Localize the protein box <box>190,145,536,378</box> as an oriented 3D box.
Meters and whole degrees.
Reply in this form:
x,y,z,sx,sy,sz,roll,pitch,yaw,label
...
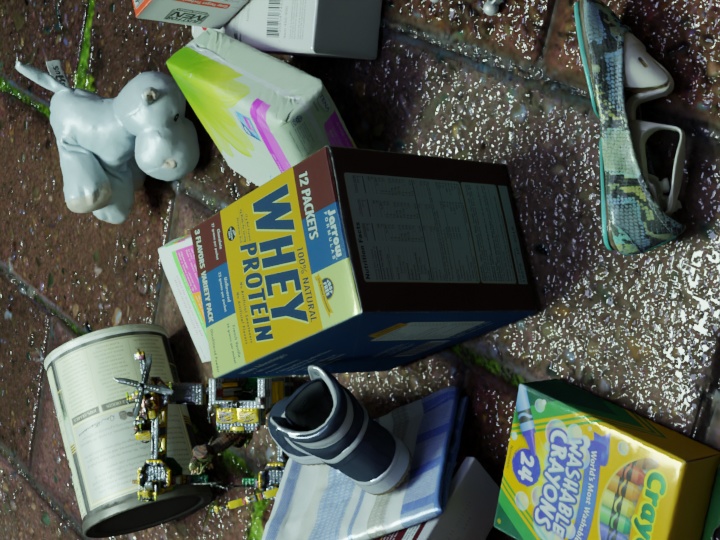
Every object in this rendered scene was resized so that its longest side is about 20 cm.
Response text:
x,y,z,sx,sy,sz,roll,pitch,yaw,label
0.000,0.000,1.102,0.198,0.199,0.136,-26,70,45,protein box

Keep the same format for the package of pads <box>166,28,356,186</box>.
x,y,z,sx,sy,sz,roll,pitch,yaw,label
-0.081,-0.134,1.245,0.200,0.068,0.155,33,160,43,package of pads

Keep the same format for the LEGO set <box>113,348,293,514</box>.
x,y,z,sx,sy,sz,roll,pitch,yaw,label
-0.153,0.166,1.307,0.199,0.116,0.155,8,88,13,LEGO set

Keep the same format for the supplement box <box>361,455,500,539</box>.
x,y,z,sx,sy,sz,roll,pitch,yaw,label
0.022,0.220,1.160,0.199,0.109,0.061,-5,131,50,supplement box

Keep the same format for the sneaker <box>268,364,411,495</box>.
x,y,z,sx,sy,sz,roll,pitch,yaw,label
-0.046,0.126,1.147,0.070,0.108,0.200,-56,32,-12,sneaker

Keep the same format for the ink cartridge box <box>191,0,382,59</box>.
x,y,z,sx,sy,sz,roll,pitch,yaw,label
-0.070,-0.283,1.266,0.199,0.083,0.148,15,102,48,ink cartridge box

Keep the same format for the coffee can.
x,y,z,sx,sy,sz,roll,pitch,yaw,label
-0.261,0.180,1.465,0.146,0.146,0.201,-36,65,44,coffee can

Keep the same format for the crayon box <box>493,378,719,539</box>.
x,y,z,sx,sy,sz,roll,pitch,yaw,label
0.197,0.175,1.002,0.199,0.051,0.127,22,109,46,crayon box

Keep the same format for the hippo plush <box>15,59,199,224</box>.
x,y,z,sx,sy,sz,roll,pitch,yaw,label
-0.254,-0.164,1.475,0.160,0.159,0.201,-16,95,18,hippo plush

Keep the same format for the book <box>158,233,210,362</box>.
x,y,z,sx,sy,sz,roll,pitch,yaw,label
-0.116,0.014,1.327,0.199,0.048,0.134,-13,106,47,book

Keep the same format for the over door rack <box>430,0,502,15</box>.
x,y,z,sx,sy,sz,roll,pitch,yaw,label
0.050,-0.258,1.080,0.199,0.147,0.067,23,103,46,over door rack

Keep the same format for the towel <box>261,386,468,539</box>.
x,y,z,sx,sy,sz,roll,pitch,yaw,label
0.001,0.182,1.154,0.199,0.024,0.147,-24,30,31,towel

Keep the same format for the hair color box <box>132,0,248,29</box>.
x,y,z,sx,sy,sz,roll,pitch,yaw,label
-0.121,-0.300,1.184,0.200,0.101,0.062,-34,66,43,hair color box

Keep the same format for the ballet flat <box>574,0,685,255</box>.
x,y,z,sx,sy,sz,roll,pitch,yaw,label
0.207,-0.113,0.977,0.074,0.074,0.201,-11,85,49,ballet flat
